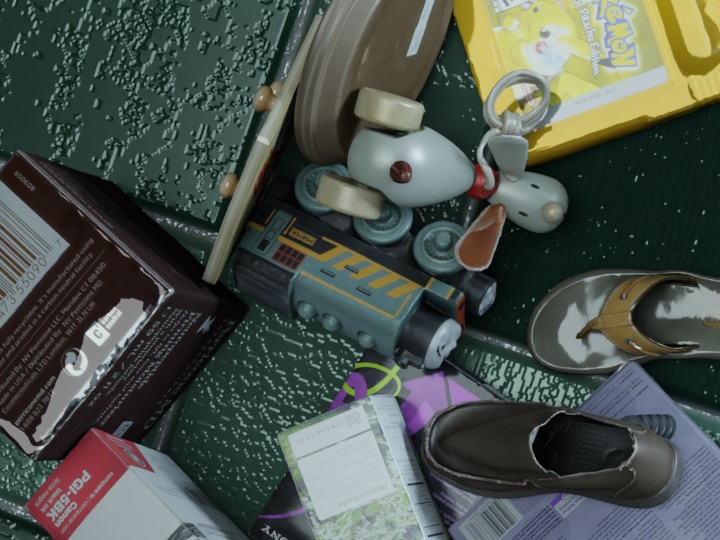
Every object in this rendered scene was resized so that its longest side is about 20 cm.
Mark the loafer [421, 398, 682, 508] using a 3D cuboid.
[{"bbox_3d":[0.130,0.121,1.656,0.200,0.071,0.073,1,65,28],"label":"loafer"}]

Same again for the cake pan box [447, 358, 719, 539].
[{"bbox_3d":[0.188,0.196,1.670,0.200,0.052,0.184,-44,57,0],"label":"cake pan box"}]

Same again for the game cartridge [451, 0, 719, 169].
[{"bbox_3d":[0.177,-0.187,1.751,0.200,0.032,0.177,-20,81,12],"label":"game cartridge"}]

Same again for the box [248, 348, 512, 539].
[{"bbox_3d":[0.025,0.159,1.755,0.143,0.036,0.200,33,95,14],"label":"box"}]

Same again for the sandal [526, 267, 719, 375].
[{"bbox_3d":[0.221,0.039,1.708,0.200,0.055,0.082,2,86,14],"label":"sandal"}]

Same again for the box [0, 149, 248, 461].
[{"bbox_3d":[-0.217,0.031,1.740,0.164,0.200,0.166,41,96,14],"label":"box"}]

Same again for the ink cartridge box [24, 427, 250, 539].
[{"bbox_3d":[-0.133,0.220,1.706,0.200,0.147,0.083,43,93,23],"label":"ink cartridge box"}]

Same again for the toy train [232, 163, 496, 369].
[{"bbox_3d":[0.000,0.000,1.736,0.200,0.085,0.114,27,65,16],"label":"toy train"}]

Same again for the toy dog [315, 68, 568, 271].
[{"bbox_3d":[0.071,-0.067,1.665,0.200,0.096,0.132,-7,111,-20],"label":"toy dog"}]

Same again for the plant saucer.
[{"bbox_3d":[0.016,-0.165,1.700,0.029,0.200,0.200,26,92,19],"label":"plant saucer"}]

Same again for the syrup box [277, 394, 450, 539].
[{"bbox_3d":[0.017,0.197,1.695,0.079,0.081,0.200,-23,82,12],"label":"syrup box"}]

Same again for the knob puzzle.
[{"bbox_3d":[-0.080,-0.086,1.717,0.030,0.220,0.220,24,91,0],"label":"knob puzzle"}]
